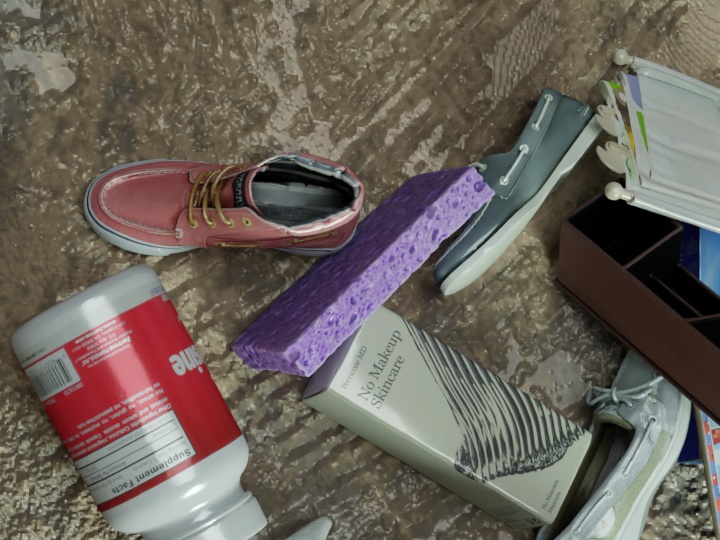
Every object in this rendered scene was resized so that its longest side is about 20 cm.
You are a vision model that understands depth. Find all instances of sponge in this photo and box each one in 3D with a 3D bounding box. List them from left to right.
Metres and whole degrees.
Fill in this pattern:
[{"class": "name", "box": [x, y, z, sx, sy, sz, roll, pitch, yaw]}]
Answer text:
[{"class": "sponge", "box": [0.000, 0.000, 1.330, 0.200, 0.111, 0.030, -44, 106, -20]}]

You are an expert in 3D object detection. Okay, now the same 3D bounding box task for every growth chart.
[{"class": "growth chart", "box": [0.244, -0.102, 1.428, 0.144, 0.018, 0.200, 22, 41, -12]}]

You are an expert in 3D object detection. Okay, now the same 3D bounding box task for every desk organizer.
[{"class": "desk organizer", "box": [0.237, 0.025, 1.371, 0.072, 0.077, 0.200, -34, 57, -21]}]

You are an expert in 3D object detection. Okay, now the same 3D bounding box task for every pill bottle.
[{"class": "pill bottle", "box": [-0.147, 0.106, 1.262, 0.112, 0.112, 0.201, -28, 91, -21]}]

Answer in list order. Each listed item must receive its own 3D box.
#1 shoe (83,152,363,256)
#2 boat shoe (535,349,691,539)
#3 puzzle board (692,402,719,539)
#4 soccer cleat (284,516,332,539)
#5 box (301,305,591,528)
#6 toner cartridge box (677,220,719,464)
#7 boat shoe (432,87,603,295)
[{"class": "shoe", "box": [-0.097, -0.052, 1.303, 0.199, 0.091, 0.072, 5, 75, -6]}, {"class": "boat shoe", "box": [0.191, 0.139, 1.389, 0.065, 0.074, 0.203, 29, 79, -26]}, {"class": "puzzle board", "box": [0.345, 0.145, 1.425, 0.199, 0.017, 0.151, -7, 85, -32]}, {"class": "soccer cleat", "box": [0.018, 0.259, 1.312, 0.200, 0.070, 0.086, 44, 71, -7]}, {"class": "box", "box": [0.064, 0.108, 1.356, 0.200, 0.068, 0.082, 30, 72, -12]}, {"class": "toner cartridge box", "box": [0.301, 0.054, 1.459, 0.095, 0.043, 0.201, 5, 79, -17]}, {"class": "boat shoe", "box": [0.110, -0.063, 1.408, 0.062, 0.073, 0.200, 40, 67, 6]}]
